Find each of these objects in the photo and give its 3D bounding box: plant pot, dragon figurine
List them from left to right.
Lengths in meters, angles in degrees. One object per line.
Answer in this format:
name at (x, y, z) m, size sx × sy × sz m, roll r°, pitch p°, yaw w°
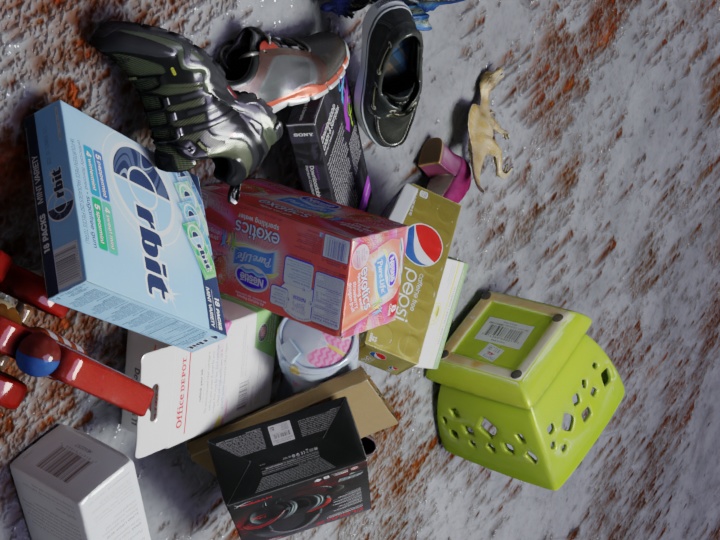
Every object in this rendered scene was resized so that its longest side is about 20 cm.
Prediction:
dragon figurine at (0.051, -0.287, 1.407) m, size 0.100 × 0.199 × 0.059 m, roll -86°, pitch -175°, yaw -63°
plant pot at (0.216, 0.148, 1.829) m, size 0.199 × 0.199 × 0.182 m, roll -49°, pitch 134°, yaw -29°

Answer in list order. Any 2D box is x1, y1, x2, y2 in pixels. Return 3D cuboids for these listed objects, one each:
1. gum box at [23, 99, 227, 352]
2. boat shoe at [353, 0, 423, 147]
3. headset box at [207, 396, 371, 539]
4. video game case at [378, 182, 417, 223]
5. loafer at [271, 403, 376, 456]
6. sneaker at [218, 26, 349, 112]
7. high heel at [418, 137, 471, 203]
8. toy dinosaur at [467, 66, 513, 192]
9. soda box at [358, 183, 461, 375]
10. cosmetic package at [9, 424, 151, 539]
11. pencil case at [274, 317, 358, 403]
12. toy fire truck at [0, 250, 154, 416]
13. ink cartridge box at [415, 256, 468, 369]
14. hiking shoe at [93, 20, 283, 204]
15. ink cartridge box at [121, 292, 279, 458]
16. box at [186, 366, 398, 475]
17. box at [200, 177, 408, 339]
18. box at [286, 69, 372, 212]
gum box at (-0.200, -0.033, 1.167) m, size 0.200 × 0.044 × 0.171 m, roll 30°, pitch 41°, yaw -57°
boat shoe at (0.033, -0.193, 1.406) m, size 0.068 × 0.057 × 0.200 m, roll -22°, pitch 144°, yaw -14°
headset box at (-0.069, 0.218, 1.404) m, size 0.148 × 0.075 × 0.200 m, roll -17°, pitch 155°, yaw -7°
video game case at (0.000, 0.000, 1.466) m, size 0.144 × 0.018 × 0.200 m, roll -64°, pitch -174°, yaw -23°
loafer at (-0.052, 0.193, 1.568) m, size 0.200 × 0.063 × 0.072 m, roll 10°, pitch 97°, yaw -56°
sneaker at (-0.084, -0.204, 1.314) m, size 0.200 × 0.077 × 0.082 m, roll -39°, pitch 129°, yaw -40°
high heel at (0.090, -0.056, 1.632) m, size 0.096 × 0.067 × 0.201 m, roll 42°, pitch 50°, yaw -45°
toy dinosaur at (0.151, -0.158, 1.688) m, size 0.101 × 0.058 × 0.201 m, roll 54°, pitch 38°, yaw -52°
soda box at (0.049, 0.011, 1.499) m, size 0.068 × 0.064 × 0.201 m, roll 23°, pitch 68°, yaw -14°
cosmetic package at (-0.254, 0.255, 1.271) m, size 0.074 × 0.101 × 0.201 m, roll -38°, pitch 136°, yaw -38°
pencil case at (-0.050, 0.105, 1.440) m, size 0.090 × 0.083 × 0.200 m, roll -16°, pitch 157°, yaw -12°
toy fire truck at (-0.274, 0.053, 1.074) m, size 0.200 × 0.168 × 0.112 m, roll 40°, pitch 72°, yaw -56°
ink cartridge box at (0.052, 0.043, 1.662) m, size 0.200 × 0.048 × 0.146 m, roll 12°, pitch 95°, yaw -59°
hiking shoe at (-0.160, -0.140, 1.191) m, size 0.200 × 0.076 × 0.101 m, roll 34°, pitch 76°, yaw -31°
ink cartridge box at (-0.172, 0.100, 1.341) m, size 0.200 × 0.067 × 0.118 m, roll -19°, pitch 122°, yaw -52°
box at (-0.068, 0.172, 1.433) m, size 0.199 × 0.021 × 0.164 m, roll -24°, pitch 155°, yaw 4°
box at (-0.063, -0.016, 1.321) m, size 0.095 × 0.199 × 0.103 m, roll -14°, pitch 117°, yaw -52°
box at (-0.030, -0.114, 1.422) m, size 0.143 × 0.036 × 0.201 m, roll -75°, pitch 160°, yaw -48°
